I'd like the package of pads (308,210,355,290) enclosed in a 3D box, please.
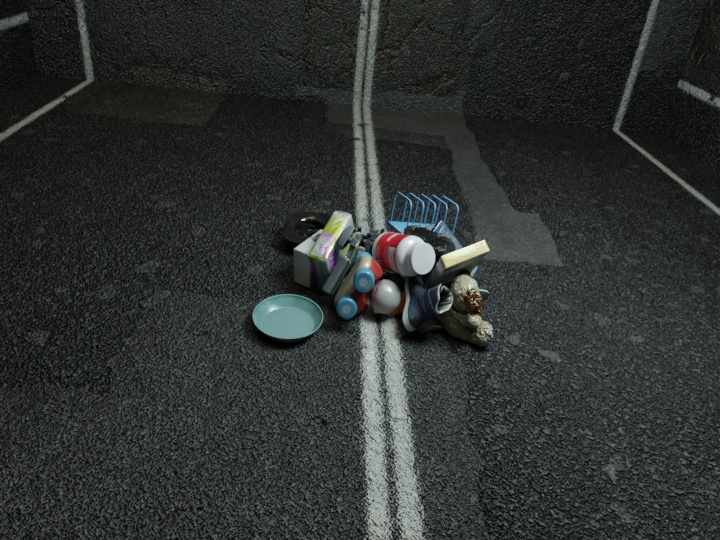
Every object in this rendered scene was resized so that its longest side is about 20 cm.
[{"bbox_3d":[-0.080,-0.060,1.724,0.066,0.157,0.203,13,52,22],"label":"package of pads"}]

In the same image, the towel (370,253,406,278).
[{"bbox_3d":[0.126,-0.022,1.894,0.195,0.036,0.191,22,32,28],"label":"towel"}]

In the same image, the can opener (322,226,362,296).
[{"bbox_3d":[-0.060,-0.029,1.645,0.066,0.204,0.053,30,-1,21],"label":"can opener"}]

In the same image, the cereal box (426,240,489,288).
[{"bbox_3d":[0.274,-0.013,1.627,0.139,0.201,0.041,-21,73,-14],"label":"cereal box"}]

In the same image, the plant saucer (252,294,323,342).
[{"bbox_3d":[-0.199,0.137,1.560,0.192,0.037,0.202,4,32,-3],"label":"plant saucer"}]

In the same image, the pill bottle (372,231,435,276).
[{"bbox_3d":[0.125,-0.046,1.645,0.109,0.117,0.198,-13,14,-28],"label":"pill bottle"}]

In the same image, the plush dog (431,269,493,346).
[{"bbox_3d":[0.282,0.093,1.587,0.154,0.177,0.202,0,32,-10],"label":"plush dog"}]

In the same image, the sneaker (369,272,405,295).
[{"bbox_3d":[0.113,0.059,1.701,0.193,0.085,0.074,18,31,15],"label":"sneaker"}]

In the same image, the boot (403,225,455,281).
[{"bbox_3d":[0.207,-0.032,1.708,0.077,0.163,0.210,-20,31,-26],"label":"boot"}]

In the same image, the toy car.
[{"bbox_3d":[0.040,0.078,1.628,0.197,0.180,0.185,33,14,-10],"label":"toy car"}]

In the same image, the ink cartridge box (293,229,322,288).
[{"bbox_3d":[-0.131,-0.047,1.790,0.065,0.121,0.199,17,32,23],"label":"ink cartridge box"}]

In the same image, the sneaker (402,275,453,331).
[{"bbox_3d":[0.191,0.060,1.585,0.076,0.144,0.207,37,38,-27],"label":"sneaker"}]

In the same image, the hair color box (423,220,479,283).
[{"bbox_3d":[0.272,-0.052,1.781,0.061,0.201,0.099,-49,15,-27],"label":"hair color box"}]

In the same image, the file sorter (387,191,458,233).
[{"bbox_3d":[0.213,-0.182,1.905,0.193,0.127,0.139,2,23,-24],"label":"file sorter"}]

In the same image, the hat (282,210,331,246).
[{"bbox_3d":[-0.174,-0.121,1.943,0.192,0.083,0.204,-1,37,1],"label":"hat"}]

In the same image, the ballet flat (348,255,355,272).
[{"bbox_3d":[0.000,0.000,1.802,0.073,0.070,0.201,13,23,-32],"label":"ballet flat"}]

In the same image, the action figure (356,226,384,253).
[{"bbox_3d":[-0.013,-0.108,1.941,0.194,0.072,0.130,8,33,33],"label":"action figure"}]

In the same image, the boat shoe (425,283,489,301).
[{"bbox_3d":[0.294,0.068,1.734,0.192,0.077,0.063,-6,43,-3],"label":"boat shoe"}]
